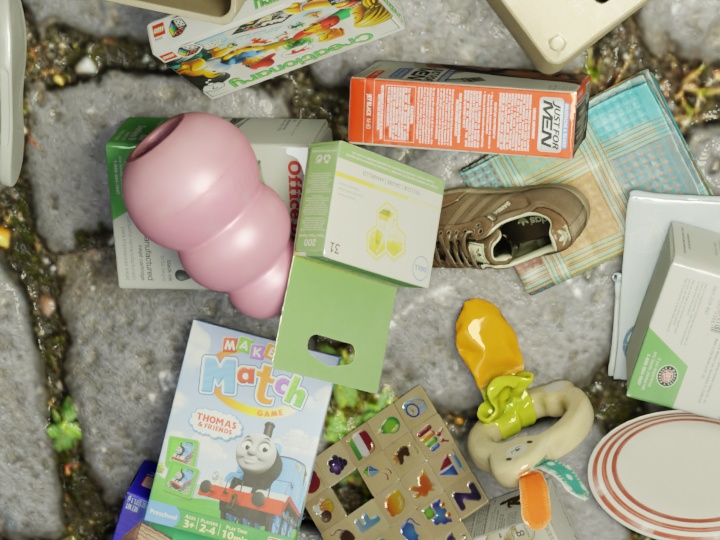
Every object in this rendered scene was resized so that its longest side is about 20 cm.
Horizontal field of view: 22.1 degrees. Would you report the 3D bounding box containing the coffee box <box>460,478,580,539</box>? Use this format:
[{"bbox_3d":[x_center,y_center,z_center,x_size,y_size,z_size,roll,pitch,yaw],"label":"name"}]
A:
[{"bbox_3d":[0.118,0.301,1.824,0.198,0.080,0.114,-23,106,17],"label":"coffee box"}]

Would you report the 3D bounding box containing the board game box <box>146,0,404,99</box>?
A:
[{"bbox_3d":[-0.073,-0.217,1.634,0.198,0.126,0.035,-18,71,16],"label":"board game box"}]

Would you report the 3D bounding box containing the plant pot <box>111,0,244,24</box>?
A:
[{"bbox_3d":[-0.160,-0.343,1.549,0.198,0.177,0.202,13,116,13],"label":"plant pot"}]

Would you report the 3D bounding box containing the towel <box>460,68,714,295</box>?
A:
[{"bbox_3d":[0.209,-0.076,1.693,0.199,0.022,0.147,-27,104,18],"label":"towel"}]

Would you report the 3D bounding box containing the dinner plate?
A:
[{"bbox_3d":[0.316,0.193,1.752,0.198,0.024,0.201,6,134,6],"label":"dinner plate"}]

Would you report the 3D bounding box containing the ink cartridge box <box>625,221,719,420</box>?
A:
[{"bbox_3d":[0.352,0.059,1.656,0.198,0.088,0.147,15,118,1],"label":"ink cartridge box"}]

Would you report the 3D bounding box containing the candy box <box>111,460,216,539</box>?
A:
[{"bbox_3d":[-0.180,0.321,1.886,0.168,0.077,0.202,20,114,3],"label":"candy box"}]

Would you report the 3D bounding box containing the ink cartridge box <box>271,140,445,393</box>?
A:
[{"bbox_3d":[0.000,0.000,1.638,0.048,0.145,0.202,0,78,43],"label":"ink cartridge box"}]

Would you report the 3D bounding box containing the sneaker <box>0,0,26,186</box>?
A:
[{"bbox_3d":[-0.366,-0.178,1.724,0.098,0.071,0.202,8,117,1],"label":"sneaker"}]

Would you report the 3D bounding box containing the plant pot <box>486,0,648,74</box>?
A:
[{"bbox_3d":[0.173,-0.278,1.526,0.199,0.177,0.200,-36,104,16],"label":"plant pot"}]

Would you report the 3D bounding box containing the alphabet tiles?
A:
[{"bbox_3d":[0.043,0.241,1.793,0.167,0.008,0.201,-35,73,13],"label":"alphabet tiles"}]

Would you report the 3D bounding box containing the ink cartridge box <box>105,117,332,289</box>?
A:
[{"bbox_3d":[-0.127,-0.063,1.721,0.198,0.084,0.148,0,111,10],"label":"ink cartridge box"}]

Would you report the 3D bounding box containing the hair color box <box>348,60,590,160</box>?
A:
[{"bbox_3d":[0.098,-0.143,1.626,0.198,0.111,0.065,6,105,12],"label":"hair color box"}]

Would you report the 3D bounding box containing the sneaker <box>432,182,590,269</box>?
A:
[{"bbox_3d":[0.108,-0.035,1.679,0.198,0.076,0.071,-13,112,29],"label":"sneaker"}]

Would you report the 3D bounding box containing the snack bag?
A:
[{"bbox_3d":[0.325,0.016,1.699,0.186,0.021,0.202,2,116,6],"label":"snack bag"}]

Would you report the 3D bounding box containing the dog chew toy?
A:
[{"bbox_3d":[-0.118,-0.040,1.622,0.124,0.125,0.201,-32,109,20],"label":"dog chew toy"}]

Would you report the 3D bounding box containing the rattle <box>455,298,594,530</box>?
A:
[{"bbox_3d":[0.146,0.126,1.685,0.129,0.200,0.144,-2,111,10],"label":"rattle"}]

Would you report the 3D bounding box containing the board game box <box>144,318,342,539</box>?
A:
[{"bbox_3d":[-0.114,0.163,1.797,0.150,0.037,0.202,14,89,4],"label":"board game box"}]
